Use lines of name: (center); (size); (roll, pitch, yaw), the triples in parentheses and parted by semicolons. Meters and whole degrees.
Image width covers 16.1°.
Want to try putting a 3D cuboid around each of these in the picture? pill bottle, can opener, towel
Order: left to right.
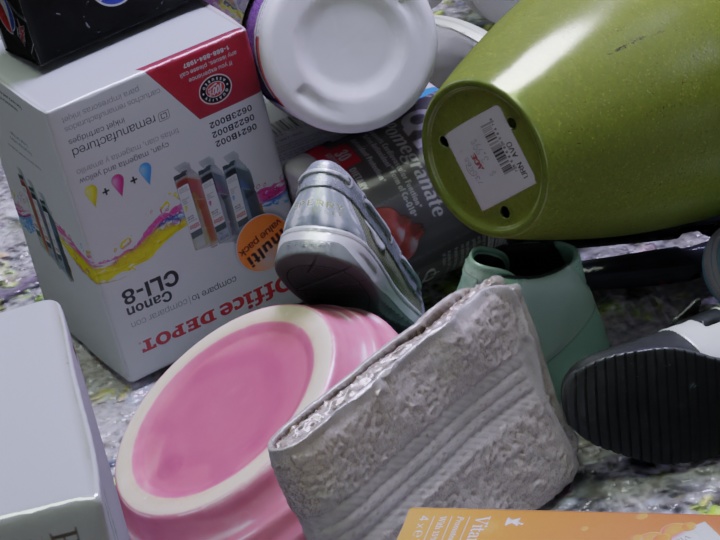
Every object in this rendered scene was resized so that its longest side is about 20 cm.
pill bottle: (-0.019, -0.149, 1.642); (0.111, 0.112, 0.200); (-16, 9, -6)
towel: (0.040, 0.099, 1.357); (0.034, 0.133, 0.200); (-1, 28, 46)
pill bottle: (0.058, -0.060, 1.646); (0.200, 0.111, 0.111); (-26, 31, -14)
can opener: (0.191, -0.015, 1.598); (0.200, 0.079, 0.063); (-11, 67, 9)

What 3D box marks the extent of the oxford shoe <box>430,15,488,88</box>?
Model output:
oxford shoe: (0.033, -0.152, 1.886); (0.200, 0.075, 0.058); (12, 50, 39)

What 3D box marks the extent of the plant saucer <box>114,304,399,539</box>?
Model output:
plant saucer: (-0.063, 0.091, 1.420); (0.200, 0.051, 0.201); (-28, 34, 21)

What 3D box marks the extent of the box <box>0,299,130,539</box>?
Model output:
box: (-0.198, 0.160, 1.273); (0.171, 0.199, 0.200); (-15, 30, -6)

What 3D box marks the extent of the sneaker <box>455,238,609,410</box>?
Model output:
sneaker: (0.044, 0.046, 1.468); (0.200, 0.118, 0.074); (-20, 31, -11)

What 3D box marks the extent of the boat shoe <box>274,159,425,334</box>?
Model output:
boat shoe: (-0.002, 0.000, 1.511); (0.074, 0.202, 0.065); (1, 71, 17)

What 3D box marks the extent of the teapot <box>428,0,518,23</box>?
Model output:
teapot: (0.135, -0.239, 1.921); (0.200, 0.197, 0.146); (-17, 51, 61)

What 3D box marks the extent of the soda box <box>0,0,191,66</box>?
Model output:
soda box: (-0.138, -0.202, 1.615); (0.200, 0.071, 0.063); (-26, 25, -22)

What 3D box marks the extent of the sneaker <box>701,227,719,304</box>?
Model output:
sneaker: (0.309, -0.034, 1.494); (0.200, 0.080, 0.131); (-26, -4, -13)

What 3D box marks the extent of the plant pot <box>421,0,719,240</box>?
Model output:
plant pot: (0.134, -0.095, 1.464); (0.187, 0.187, 0.200); (15, 29, 41)

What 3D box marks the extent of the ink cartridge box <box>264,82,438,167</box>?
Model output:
ink cartridge box: (-0.027, -0.089, 1.777); (0.144, 0.084, 0.200); (-21, 30, -16)

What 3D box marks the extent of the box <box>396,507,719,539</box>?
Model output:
box: (0.107, 0.188, 1.206); (0.200, 0.098, 0.124); (-1, 30, 20)

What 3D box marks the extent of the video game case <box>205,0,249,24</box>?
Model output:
video game case: (-0.095, -0.193, 1.930); (0.200, 0.143, 0.018); (14, 33, 40)

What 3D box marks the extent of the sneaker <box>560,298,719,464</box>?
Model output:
sneaker: (0.204, 0.055, 1.442); (0.200, 0.074, 0.089); (-6, 25, -10)

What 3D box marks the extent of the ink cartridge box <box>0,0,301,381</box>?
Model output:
ink cartridge box: (-0.140, -0.060, 1.647); (0.145, 0.200, 0.145); (-25, 30, -19)
